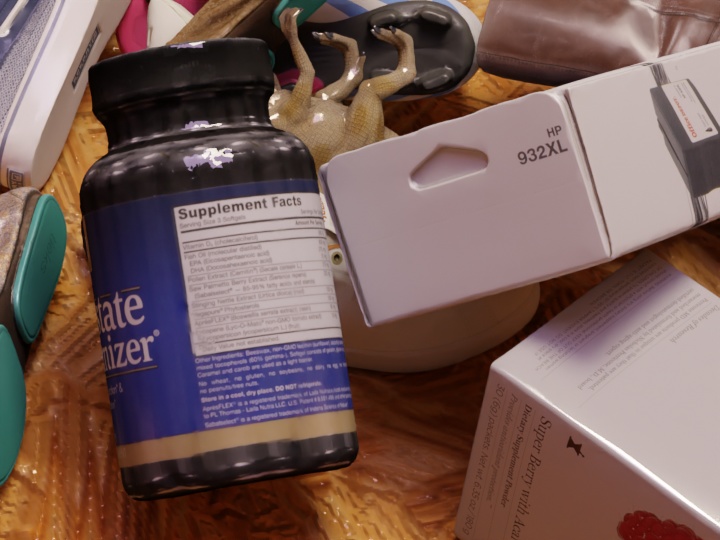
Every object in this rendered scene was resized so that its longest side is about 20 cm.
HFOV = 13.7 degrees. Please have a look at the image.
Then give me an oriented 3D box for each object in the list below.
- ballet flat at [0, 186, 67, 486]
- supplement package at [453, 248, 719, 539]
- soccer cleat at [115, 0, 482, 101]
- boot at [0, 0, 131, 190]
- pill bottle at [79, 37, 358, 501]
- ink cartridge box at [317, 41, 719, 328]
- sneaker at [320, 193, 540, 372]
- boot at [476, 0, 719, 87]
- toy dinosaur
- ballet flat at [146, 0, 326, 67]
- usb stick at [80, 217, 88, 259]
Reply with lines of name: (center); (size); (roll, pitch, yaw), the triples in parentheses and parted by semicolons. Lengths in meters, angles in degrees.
ballet flat: (-0.188, 0.038, 1.429); (0.067, 0.068, 0.200); (-5, 37, 12)
supplement package: (0.161, 0.109, 1.369); (0.200, 0.121, 0.120); (35, 49, 25)
soccer cleat: (-0.030, -0.122, 1.621); (0.199, 0.070, 0.086); (5, 9, 8)
boot: (-0.175, -0.143, 1.562); (0.090, 0.073, 0.200); (19, 67, 9)
pill bottle: (-0.069, -0.001, 1.378); (0.111, 0.112, 0.201); (-8, 86, -18)
ink cartridge box: (0.099, -0.044, 1.426); (0.200, 0.145, 0.084); (-18, 92, -54)
sneaker: (0.000, 0.000, 1.479); (0.199, 0.085, 0.073); (-5, 44, -18)
boot: (0.173, -0.153, 1.578); (0.199, 0.064, 0.187); (13, 48, 26)
toy dinosaur: (-0.007, -0.072, 1.523); (0.199, 0.058, 0.101); (13, 81, -24)
ballet flat: (-0.066, -0.136, 1.553); (0.072, 0.200, 0.068); (44, 11, 23)
usb stick: (-0.042, -0.025, 1.533); (0.199, 0.033, 0.056); (-9, 57, -20)
